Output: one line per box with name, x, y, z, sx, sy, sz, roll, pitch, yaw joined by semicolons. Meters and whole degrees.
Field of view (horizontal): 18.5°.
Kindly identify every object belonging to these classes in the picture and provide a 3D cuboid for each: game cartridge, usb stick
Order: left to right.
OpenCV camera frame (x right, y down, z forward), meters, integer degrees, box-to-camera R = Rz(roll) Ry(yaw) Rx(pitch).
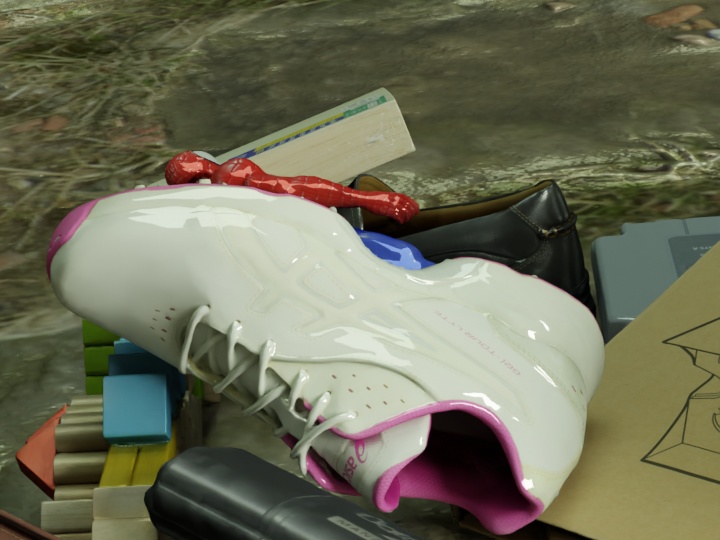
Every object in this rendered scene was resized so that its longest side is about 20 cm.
usb stick;0.014;0.101;0.689;0.200;0.033;0.055;22;10;37
game cartridge;0.199;0.011;0.920;0.199;0.041;0.133;-4;17;5

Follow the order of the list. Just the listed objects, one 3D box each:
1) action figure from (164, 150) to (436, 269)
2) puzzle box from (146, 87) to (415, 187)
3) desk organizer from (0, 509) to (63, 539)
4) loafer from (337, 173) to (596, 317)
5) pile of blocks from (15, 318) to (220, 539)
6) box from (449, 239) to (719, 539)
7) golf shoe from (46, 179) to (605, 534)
action figure;0.000;0.000;0.881;0.200;0.066;0.052;28;49;24
puzzle box;-0.043;-0.047;1.028;0.133;0.026;0.200;-22;6;2
desk organizer;-0.101;0.127;0.634;0.077;0.072;0.200;-25;28;-37
loafer;0.004;-0.009;0.965;0.199;0.073;0.073;1;22;18
pile of blocks;-0.094;0.047;0.828;0.062;0.082;0.200;-4;21;3
box;0.151;0.047;0.787;0.163;0.021;0.200;14;42;43
golf shoe;-0.014;0.030;0.754;0.199;0.075;0.092;14;48;-2
